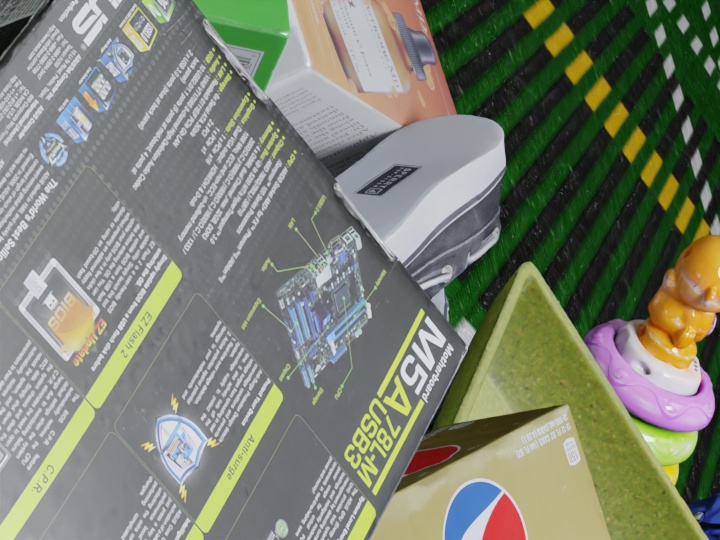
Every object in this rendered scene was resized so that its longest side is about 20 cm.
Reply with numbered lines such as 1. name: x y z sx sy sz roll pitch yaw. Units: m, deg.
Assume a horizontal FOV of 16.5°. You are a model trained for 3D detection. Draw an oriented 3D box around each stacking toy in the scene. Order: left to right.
1. stacking toy: 0.122 0.064 1.164 0.109 0.201 0.116 28 26 -8

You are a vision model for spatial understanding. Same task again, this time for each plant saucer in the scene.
1. plant saucer: 0.075 0.134 1.051 0.201 0.048 0.200 56 36 -23

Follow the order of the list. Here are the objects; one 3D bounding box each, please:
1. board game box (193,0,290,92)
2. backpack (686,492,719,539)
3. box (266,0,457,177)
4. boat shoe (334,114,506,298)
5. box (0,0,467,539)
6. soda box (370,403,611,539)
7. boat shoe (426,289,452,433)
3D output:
1. board game box: -0.073 -0.103 0.905 0.040 0.153 0.201 10 45 -17
2. backpack: 0.168 0.206 1.284 0.168 0.162 0.200 56 21 -23
3. box: -0.047 -0.112 1.131 0.200 0.106 0.153 24 46 -65
4. boat shoe: 0.000 0.000 1.038 0.200 0.071 0.068 -39 129 -50
5. box: -0.069 0.028 0.736 0.193 0.047 0.201 52 46 -26
6. soda box: 0.001 0.109 0.866 0.199 0.067 0.064 -23 97 -47
7. boat shoe: 0.010 0.036 1.174 0.200 0.071 0.062 -101 -176 -64
